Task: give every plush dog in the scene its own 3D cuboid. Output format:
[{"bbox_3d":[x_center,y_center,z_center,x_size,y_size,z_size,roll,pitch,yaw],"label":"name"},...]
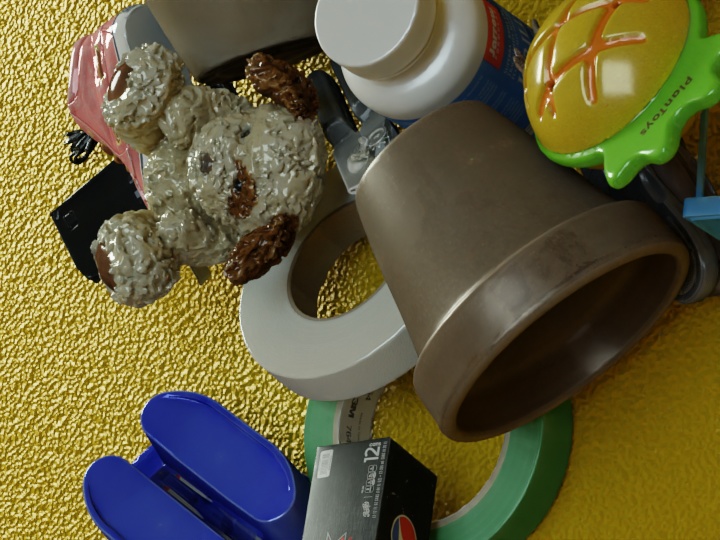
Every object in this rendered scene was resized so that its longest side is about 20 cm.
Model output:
[{"bbox_3d":[-0.092,-0.067,1.599,0.172,0.160,0.200,-3,80,48],"label":"plush dog"}]

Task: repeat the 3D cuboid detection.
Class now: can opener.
[{"bbox_3d":[0.006,-0.100,1.597,0.053,0.067,0.200,-40,25,9],"label":"can opener"}]

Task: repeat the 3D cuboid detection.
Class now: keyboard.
[{"bbox_3d":[-0.177,-0.091,1.769,0.200,0.021,0.127,-36,69,20],"label":"keyboard"}]

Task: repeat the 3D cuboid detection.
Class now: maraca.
[{"bbox_3d":[0.168,-0.117,1.342,0.137,0.107,0.200,-54,23,7],"label":"maraca"}]

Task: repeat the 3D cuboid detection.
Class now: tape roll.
[{"bbox_3d":[0.054,0.115,1.555,0.200,0.048,0.201,-8,75,32],"label":"tape roll"},{"bbox_3d":[0.000,0.000,1.578,0.203,0.037,0.203,-25,44,27],"label":"tape roll"}]

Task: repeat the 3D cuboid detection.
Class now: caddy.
[{"bbox_3d":[-0.111,0.184,1.616,0.200,0.105,0.141,34,76,34],"label":"caddy"}]

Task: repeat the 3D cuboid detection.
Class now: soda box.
[{"bbox_3d":[-0.001,0.218,1.464,0.063,0.071,0.200,-10,55,31],"label":"soda box"}]

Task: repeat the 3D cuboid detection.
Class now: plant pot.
[{"bbox_3d":[0.087,-0.013,1.422,0.200,0.200,0.175,-44,69,17],"label":"plant pot"},{"bbox_3d":[-0.098,-0.243,1.664,0.200,0.200,0.174,-19,85,28],"label":"plant pot"}]

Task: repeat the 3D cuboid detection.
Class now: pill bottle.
[{"bbox_3d":[0.055,-0.149,1.518,0.112,0.200,0.112,-9,72,30],"label":"pill bottle"}]

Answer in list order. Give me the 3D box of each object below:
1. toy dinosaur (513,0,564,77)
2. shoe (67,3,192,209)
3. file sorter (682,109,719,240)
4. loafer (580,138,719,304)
[{"bbox_3d":[0.177,-0.176,1.474,0.135,0.086,0.200,-8,58,16],"label":"toy dinosaur"},{"bbox_3d":[-0.172,-0.106,1.722,0.091,0.071,0.200,-18,86,48],"label":"shoe"},{"bbox_3d":[0.327,-0.079,1.368,0.200,0.139,0.123,-3,75,33],"label":"file sorter"},{"bbox_3d":[0.207,-0.061,1.498,0.200,0.063,0.072,64,144,31],"label":"loafer"}]
